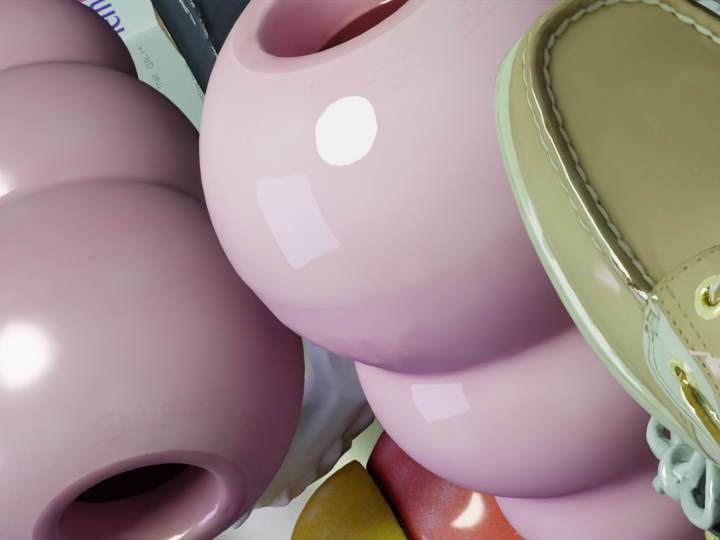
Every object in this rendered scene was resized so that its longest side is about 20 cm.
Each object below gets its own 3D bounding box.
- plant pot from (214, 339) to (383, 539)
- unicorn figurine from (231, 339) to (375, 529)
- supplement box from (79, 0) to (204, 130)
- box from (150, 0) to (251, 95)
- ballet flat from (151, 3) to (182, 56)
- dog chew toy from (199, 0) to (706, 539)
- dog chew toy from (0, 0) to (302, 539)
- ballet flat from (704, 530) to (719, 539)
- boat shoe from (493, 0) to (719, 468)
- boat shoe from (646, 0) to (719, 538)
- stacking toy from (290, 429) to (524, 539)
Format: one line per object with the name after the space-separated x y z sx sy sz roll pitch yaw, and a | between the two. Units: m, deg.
0.045 0.116 1.092 0.200 0.187 0.187 43 164 35 | plant pot
0.000 0.000 0.888 0.074 0.200 0.137 29 138 10 | unicorn figurine
-0.091 -0.095 1.117 0.101 0.200 0.103 59 174 45 | supplement box
-0.028 -0.132 0.785 0.200 0.104 0.182 59 174 48 | box
-0.010 -0.058 1.038 0.200 0.068 0.072 43 174 -11 | ballet flat
0.043 0.002 0.682 0.200 0.124 0.125 58 179 -30 | dog chew toy
-0.093 -0.006 0.811 0.125 0.124 0.200 70 180 -56 | dog chew toy
0.132 0.122 0.636 0.200 0.071 0.071 66 175 -30 | ballet flat
0.096 0.018 0.469 0.200 0.074 0.066 52 169 17 | boat shoe
0.097 0.038 0.541 0.200 0.068 0.074 63 175 10 | boat shoe
0.025 0.101 0.896 0.146 0.200 0.146 63 176 7 | stacking toy
